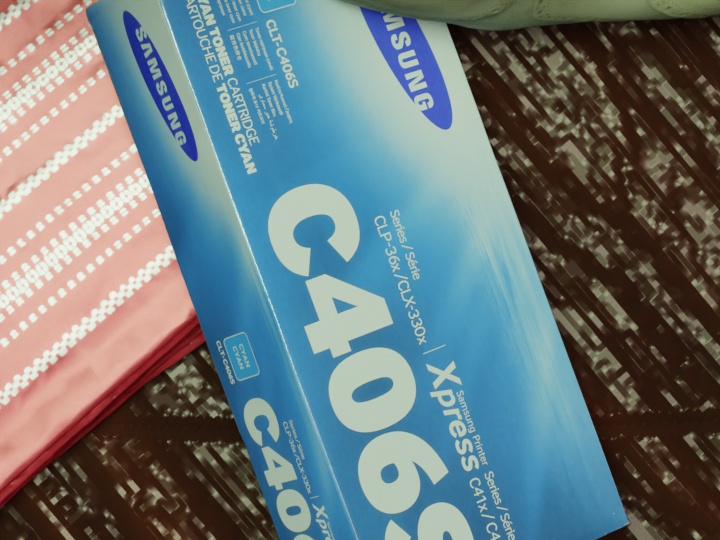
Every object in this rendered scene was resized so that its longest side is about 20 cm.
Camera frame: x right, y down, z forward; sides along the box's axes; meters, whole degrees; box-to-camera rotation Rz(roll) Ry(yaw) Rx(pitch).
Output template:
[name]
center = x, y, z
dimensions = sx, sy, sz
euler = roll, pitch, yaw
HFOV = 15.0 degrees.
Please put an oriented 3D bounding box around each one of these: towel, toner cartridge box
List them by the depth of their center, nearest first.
[toner cartridge box]
center = 0.000, 0.000, 0.808
dimensions = 0.095, 0.043, 0.200
euler = -21, 90, -35
[towel]
center = -0.129, -0.038, 0.833
dimensions = 0.145, 0.022, 0.200
euler = -41, 91, -3

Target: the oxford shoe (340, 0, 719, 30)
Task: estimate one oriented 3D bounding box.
[oxford shoe]
center = 0.074, -0.106, 0.811
dimensions = 0.200, 0.074, 0.071
euler = 0, 79, -31
